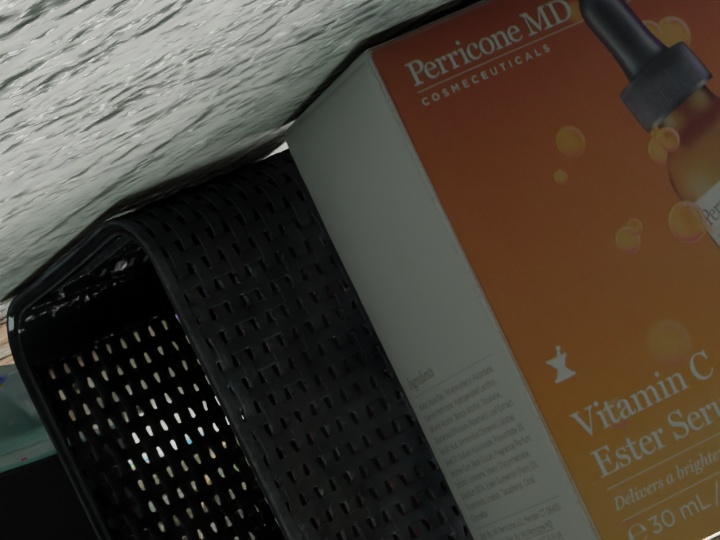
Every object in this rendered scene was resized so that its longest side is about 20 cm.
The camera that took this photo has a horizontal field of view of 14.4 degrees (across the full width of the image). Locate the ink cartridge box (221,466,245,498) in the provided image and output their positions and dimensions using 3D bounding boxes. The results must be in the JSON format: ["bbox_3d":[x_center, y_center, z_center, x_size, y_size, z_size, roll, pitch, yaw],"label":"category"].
[{"bbox_3d":[0.046,0.086,1.623,0.144,0.145,0.200,-17,148,-45],"label":"ink cartridge box"}]

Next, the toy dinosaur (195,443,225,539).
[{"bbox_3d":[-0.049,0.044,1.452,0.201,0.058,0.101,-57,180,-7],"label":"toy dinosaur"}]

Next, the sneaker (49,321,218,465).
[{"bbox_3d":[-0.100,0.057,1.360,0.080,0.077,0.200,-22,172,-24],"label":"sneaker"}]

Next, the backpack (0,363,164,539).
[{"bbox_3d":[-0.194,0.134,1.193,0.175,0.154,0.200,-23,168,-37],"label":"backpack"}]

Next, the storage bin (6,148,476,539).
[{"bbox_3d":[-0.037,0.071,1.086,0.093,0.201,0.135,-22,173,-34],"label":"storage bin"}]

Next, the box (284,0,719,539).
[{"bbox_3d":[0.090,-0.001,1.012,0.152,0.201,0.106,-25,176,-21],"label":"box"}]
